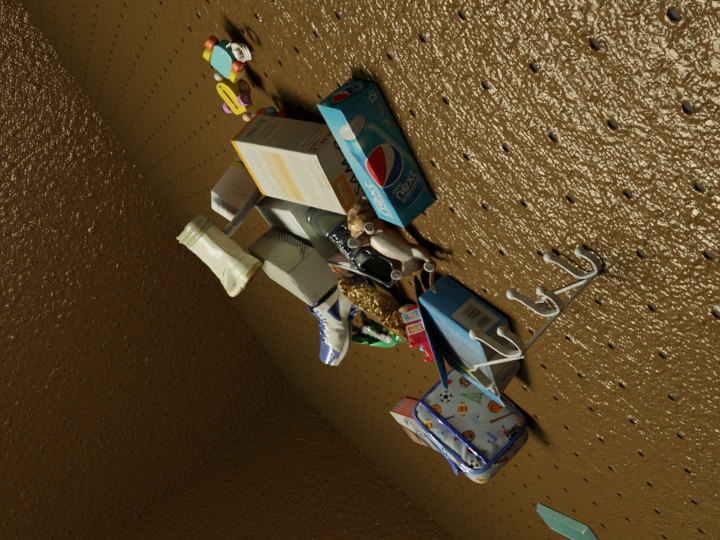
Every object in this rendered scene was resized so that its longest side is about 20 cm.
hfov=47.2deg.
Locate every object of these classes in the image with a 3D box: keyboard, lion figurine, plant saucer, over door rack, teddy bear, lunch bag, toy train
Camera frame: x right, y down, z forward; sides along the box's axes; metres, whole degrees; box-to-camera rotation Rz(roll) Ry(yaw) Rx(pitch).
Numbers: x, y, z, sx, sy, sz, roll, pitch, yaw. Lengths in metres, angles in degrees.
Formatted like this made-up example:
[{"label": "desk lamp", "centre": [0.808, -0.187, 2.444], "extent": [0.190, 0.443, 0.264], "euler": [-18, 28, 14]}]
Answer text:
[{"label": "keyboard", "centre": [0.000, 0.000, 1.479], "extent": [0.056, 0.011, 0.200], "euler": [15, 178, 27]}, {"label": "lion figurine", "centre": [0.053, -0.042, 1.306], "extent": [0.200, 0.072, 0.122], "euler": [42, -161, 4]}, {"label": "plant saucer", "centre": [0.442, 0.549, 1.754], "extent": [0.070, 0.019, 0.200], "euler": [52, 164, -10]}, {"label": "over door rack", "centre": [0.195, 0.055, 0.984], "extent": [0.067, 0.148, 0.200], "euler": [44, 164, 11]}, {"label": "teddy bear", "centre": [0.041, 0.065, 1.598], "extent": [0.200, 0.067, 0.145], "euler": [31, 172, 46]}, {"label": "lunch bag", "centre": [0.202, 0.286, 1.517], "extent": [0.200, 0.160, 0.076], "euler": [40, 163, 34]}, {"label": "toy train", "centre": [-0.180, -0.309, 1.372], "extent": [0.150, 0.056, 0.200], "euler": [20, 146, 35]}]

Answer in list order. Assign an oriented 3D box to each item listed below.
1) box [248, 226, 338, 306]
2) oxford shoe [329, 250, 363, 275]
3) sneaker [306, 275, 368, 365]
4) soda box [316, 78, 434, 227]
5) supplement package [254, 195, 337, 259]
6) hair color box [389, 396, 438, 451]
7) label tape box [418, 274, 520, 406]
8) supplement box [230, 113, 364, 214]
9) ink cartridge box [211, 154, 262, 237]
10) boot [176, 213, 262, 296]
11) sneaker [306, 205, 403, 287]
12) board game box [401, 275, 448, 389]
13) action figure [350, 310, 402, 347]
[{"label": "box", "centre": [-0.122, -0.011, 1.455], "extent": [0.082, 0.068, 0.200], "euler": [54, 167, -29]}, {"label": "oxford shoe", "centre": [-0.041, -0.010, 1.658], "extent": [0.071, 0.073, 0.200], "euler": [56, 164, -20]}, {"label": "sneaker", "centre": [-0.070, 0.092, 1.715], "extent": [0.115, 0.200, 0.081], "euler": [9, -161, -28]}, {"label": "soda box", "centre": [0.023, -0.158, 1.122], "extent": [0.068, 0.064, 0.200], "euler": [29, 156, 54]}, {"label": "supplement package", "centre": [-0.093, -0.105, 1.500], "extent": [0.114, 0.110, 0.200], "euler": [54, 165, -22]}, {"label": "hair color box", "centre": [0.158, 0.390, 2.098], "extent": [0.111, 0.064, 0.200], "euler": [50, 167, -7]}, {"label": "label tape box", "centre": [0.185, 0.118, 1.340], "extent": [0.143, 0.066, 0.200], "euler": [38, 164, 40]}, {"label": "supplement box", "centre": [-0.097, -0.174, 1.329], "extent": [0.200, 0.074, 0.126], "euler": [17, 148, 38]}, {"label": "ink cartridge box", "centre": [-0.217, -0.159, 1.534], "extent": [0.067, 0.200, 0.116], "euler": [34, 165, 0]}, {"label": "boot", "centre": [-0.262, -0.029, 1.510], "extent": [0.155, 0.072, 0.200], "euler": [39, 164, -6]}, {"label": "sneaker", "centre": [-0.004, -0.045, 1.373], "extent": [0.200, 0.074, 0.081], "euler": [34, -159, -12]}, {"label": "board game box", "centre": [0.103, 0.108, 1.401], "extent": [0.158, 0.039, 0.200], "euler": [-80, -27, -70]}, {"label": "action figure", "centre": [0.047, 0.121, 1.712], "extent": [0.200, 0.118, 0.055], "euler": [6, 127, 57]}]
